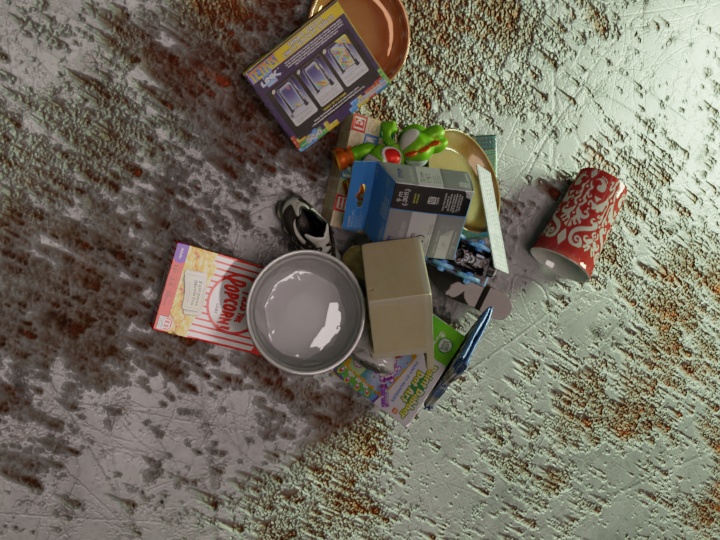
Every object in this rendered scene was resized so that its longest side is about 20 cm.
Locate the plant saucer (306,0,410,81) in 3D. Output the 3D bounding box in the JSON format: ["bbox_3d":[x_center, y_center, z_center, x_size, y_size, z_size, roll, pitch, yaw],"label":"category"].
[{"bbox_3d":[-0.006,-0.419,1.361,0.196,0.037,0.204,-4,100,-22],"label":"plant saucer"}]

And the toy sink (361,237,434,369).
[{"bbox_3d":[0.060,0.066,1.303,0.110,0.132,0.202,-7,136,1],"label":"toy sink"}]

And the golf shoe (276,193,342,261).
[{"bbox_3d":[-0.076,-0.040,1.361,0.078,0.094,0.201,-41,113,-13],"label":"golf shoe"}]

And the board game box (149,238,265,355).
[{"bbox_3d":[-0.246,0.047,1.327,0.197,0.046,0.154,16,92,-25],"label":"board game box"}]

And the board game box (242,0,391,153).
[{"bbox_3d":[-0.074,-0.328,1.304,0.199,0.057,0.166,-35,110,7],"label":"board game box"}]

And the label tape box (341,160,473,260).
[{"bbox_3d":[0.076,-0.100,1.285,0.196,0.067,0.145,4,129,-10],"label":"label tape box"}]

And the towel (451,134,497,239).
[{"bbox_3d":[0.208,-0.160,1.504,0.144,0.022,0.204,-7,99,-23],"label":"towel"}]

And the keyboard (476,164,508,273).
[{"bbox_3d":[0.241,-0.095,1.409,0.056,0.011,0.204,24,55,-57],"label":"keyboard"}]

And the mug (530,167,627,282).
[{"bbox_3d":[0.451,-0.091,1.583,0.132,0.178,0.202,28,81,12],"label":"mug"}]

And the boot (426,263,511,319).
[{"bbox_3d":[0.202,0.029,1.513,0.199,0.075,0.074,35,90,-6],"label":"boot"}]

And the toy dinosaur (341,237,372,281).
[{"bbox_3d":[0.000,0.000,1.395,0.100,0.058,0.202,29,97,-38],"label":"toy dinosaur"}]

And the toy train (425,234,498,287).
[{"bbox_3d":[0.159,-0.038,1.422,0.197,0.114,0.088,23,91,1],"label":"toy train"}]

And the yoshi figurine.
[{"bbox_3d":[0.053,-0.200,1.339,0.197,0.113,0.113,-21,146,-5],"label":"yoshi figurine"}]

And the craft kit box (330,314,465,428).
[{"bbox_3d":[0.062,0.152,1.428,0.196,0.049,0.202,34,84,5],"label":"craft kit box"}]

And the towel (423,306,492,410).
[{"bbox_3d":[0.184,0.168,1.441,0.024,0.201,0.148,32,52,4],"label":"towel"}]

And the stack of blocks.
[{"bbox_3d":[0.007,-0.171,1.394,0.113,0.058,0.204,10,94,-24],"label":"stack of blocks"}]

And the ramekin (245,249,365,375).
[{"bbox_3d":[-0.093,0.073,1.287,0.196,0.105,0.204,1,82,-6],"label":"ramekin"}]

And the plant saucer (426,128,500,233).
[{"bbox_3d":[0.184,-0.162,1.429,0.198,0.035,0.204,17,64,-38],"label":"plant saucer"}]

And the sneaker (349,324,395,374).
[{"bbox_3d":[-0.017,0.109,1.389,0.197,0.078,0.101,24,70,3],"label":"sneaker"}]
